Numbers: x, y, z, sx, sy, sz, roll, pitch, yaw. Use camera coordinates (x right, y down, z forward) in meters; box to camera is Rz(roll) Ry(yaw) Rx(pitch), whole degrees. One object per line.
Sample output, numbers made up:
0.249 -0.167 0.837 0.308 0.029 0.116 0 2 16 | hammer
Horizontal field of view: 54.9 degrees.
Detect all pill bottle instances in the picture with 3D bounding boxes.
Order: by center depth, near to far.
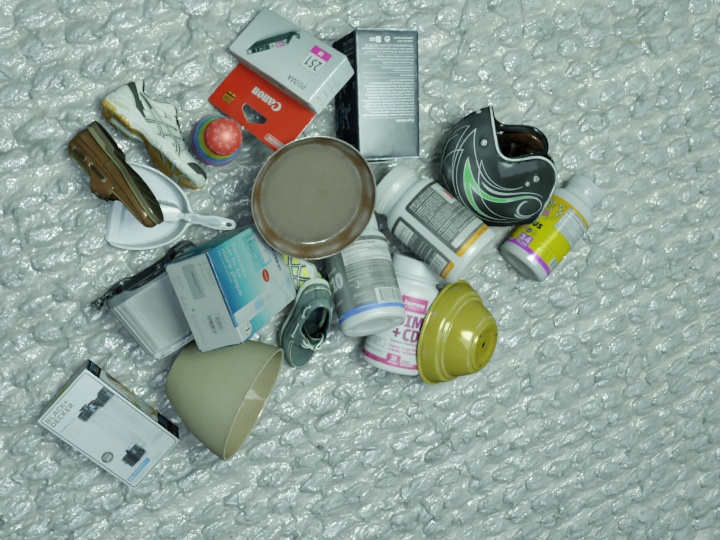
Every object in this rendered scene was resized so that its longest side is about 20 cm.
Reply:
0.117 -0.082 1.168 0.200 0.116 0.116 43 86 10 | pill bottle
0.000 0.000 1.169 0.113 0.114 0.201 -9 70 -15 | pill bottle
0.079 0.076 1.241 0.113 0.113 0.201 12 96 -18 | pill bottle
0.364 -0.083 1.304 0.104 0.104 0.200 43 85 -18 | pill bottle

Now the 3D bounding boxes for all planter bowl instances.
0.190 0.123 1.245 0.200 0.083 0.201 -29 127 -46 | planter bowl

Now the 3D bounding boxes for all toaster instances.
-0.315 0.053 1.123 0.200 0.114 0.129 -35 109 -10 | toaster

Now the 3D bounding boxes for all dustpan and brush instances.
-0.304 -0.092 1.128 0.199 0.057 0.140 9 97 -18 | dustpan and brush

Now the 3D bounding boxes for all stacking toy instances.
-0.213 -0.201 1.062 0.085 0.200 0.086 -3 101 -16 | stacking toy

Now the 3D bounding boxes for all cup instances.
-0.234 0.190 1.145 0.143 0.200 0.201 25 92 7 | cup

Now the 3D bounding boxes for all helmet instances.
0.231 -0.177 1.204 0.190 0.200 0.201 16 95 -3 | helmet

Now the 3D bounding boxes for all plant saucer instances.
-0.073 -0.114 1.081 0.199 0.032 0.201 -7 116 -15 | plant saucer

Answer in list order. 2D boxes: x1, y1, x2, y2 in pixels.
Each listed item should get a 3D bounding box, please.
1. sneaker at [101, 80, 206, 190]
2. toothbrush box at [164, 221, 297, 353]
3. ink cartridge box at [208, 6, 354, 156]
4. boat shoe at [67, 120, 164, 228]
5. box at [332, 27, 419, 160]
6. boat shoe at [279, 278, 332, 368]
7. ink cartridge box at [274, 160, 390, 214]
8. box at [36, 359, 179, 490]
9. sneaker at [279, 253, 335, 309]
-0.305 -0.217 1.087 0.200 0.076 0.088 45 64 -9 | sneaker
-0.195 0.018 1.088 0.085 0.200 0.147 -14 103 23 | toothbrush box
-0.137 -0.300 1.086 0.174 0.200 0.044 -49 153 -3 | ink cartridge box
-0.378 -0.135 1.070 0.068 0.072 0.200 -37 74 -1 | boat shoe
0.024 -0.285 1.145 0.107 0.148 0.201 -5 100 -15 | box
-0.091 0.106 1.184 0.072 0.062 0.201 3 130 -22 | boat shoe
-0.056 -0.144 1.163 0.199 0.116 0.068 -9 103 -14 | ink cartridge box
-0.416 0.258 1.155 0.117 0.060 0.200 -47 108 -5 | box
-0.116 0.003 1.193 0.076 0.075 0.200 -35 106 -9 | sneaker
